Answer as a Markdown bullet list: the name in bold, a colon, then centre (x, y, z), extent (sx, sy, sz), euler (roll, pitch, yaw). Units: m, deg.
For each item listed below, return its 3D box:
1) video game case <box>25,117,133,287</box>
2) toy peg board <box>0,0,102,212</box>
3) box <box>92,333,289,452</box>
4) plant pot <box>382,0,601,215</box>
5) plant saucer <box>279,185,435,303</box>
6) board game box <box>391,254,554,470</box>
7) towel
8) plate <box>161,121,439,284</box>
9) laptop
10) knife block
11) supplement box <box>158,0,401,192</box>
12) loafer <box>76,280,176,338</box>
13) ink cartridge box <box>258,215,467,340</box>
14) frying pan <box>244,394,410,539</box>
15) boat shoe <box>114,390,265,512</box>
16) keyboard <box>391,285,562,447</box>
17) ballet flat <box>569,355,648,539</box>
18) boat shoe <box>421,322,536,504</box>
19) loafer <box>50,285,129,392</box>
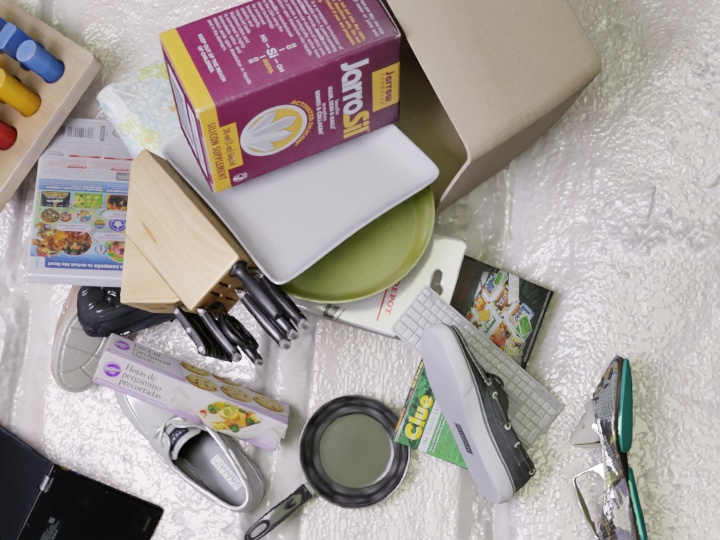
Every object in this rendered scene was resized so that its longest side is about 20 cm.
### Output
- **video game case**: centre (-0.260, -0.072, 1.180), extent (0.142, 0.018, 0.201), euler (3, 56, -11)
- **toy peg board**: centre (-0.409, -0.194, 1.195), extent (0.200, 0.098, 0.200), euler (33, 88, 30)
- **box**: centre (-0.167, 0.124, 1.160), extent (0.199, 0.041, 0.039), euler (24, 112, -11)
- **plant pot**: centre (0.116, -0.200, 1.138), extent (0.176, 0.200, 0.201), euler (-26, 81, -12)
- **plant saucer**: centre (-0.026, -0.053, 1.136), extent (0.199, 0.031, 0.201), euler (0, 64, 1)
- **board game box**: centre (0.114, 0.096, 1.169), extent (0.104, 0.023, 0.201), euler (23, 85, -11)
- **towel**: centre (-0.144, -0.154, 1.196), extent (0.199, 0.048, 0.172), euler (-32, 84, -20)
- **plate**: centre (-0.058, -0.098, 1.118), extent (0.200, 0.032, 0.200), euler (-35, 64, -17)
- **laptop**: centre (-0.345, 0.284, 1.211), extent (0.199, 0.116, 0.188), euler (27, 87, -21)
- **knife block**: centre (-0.131, -0.012, 1.073), extent (0.174, 0.064, 0.201), euler (-1, 79, 20)
- **supplement box**: centre (-0.071, -0.177, 1.072), extent (0.199, 0.131, 0.104), euler (-23, 61, -11)
- **loafer**: centre (-0.195, 0.017, 1.188), extent (0.200, 0.071, 0.068), euler (-19, 63, -23)
- **ink cartridge box**: centre (0.000, 0.000, 1.181), extent (0.199, 0.068, 0.117), euler (17, 85, 8)
- **frying pan**: centre (-0.024, 0.217, 1.175), extent (0.115, 0.031, 0.191), euler (29, 88, 6)
- **boat shoe**: centre (-0.177, 0.168, 1.180), extent (0.200, 0.065, 0.074), euler (38, 88, 8)
- **keyboard**: centre (0.117, 0.097, 1.143), extent (0.200, 0.011, 0.056), euler (41, 79, -18)
- **ballet flat**: centre (0.241, 0.186, 1.139), extent (0.072, 0.072, 0.202), euler (-5, 81, 5)
- **boat shoe**: centre (0.115, 0.132, 1.116), extent (0.056, 0.069, 0.201), euler (-29, 112, -19)
- **loafer**: centre (-0.275, 0.029, 1.216), extent (0.072, 0.063, 0.201), euler (23, 86, -34)
